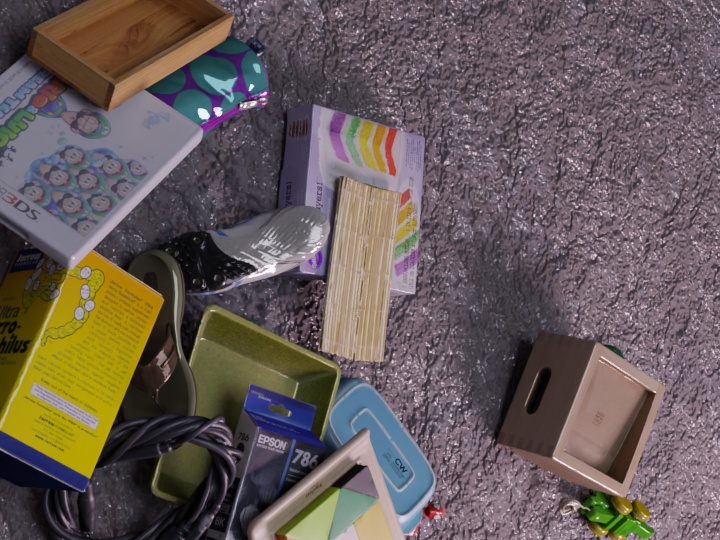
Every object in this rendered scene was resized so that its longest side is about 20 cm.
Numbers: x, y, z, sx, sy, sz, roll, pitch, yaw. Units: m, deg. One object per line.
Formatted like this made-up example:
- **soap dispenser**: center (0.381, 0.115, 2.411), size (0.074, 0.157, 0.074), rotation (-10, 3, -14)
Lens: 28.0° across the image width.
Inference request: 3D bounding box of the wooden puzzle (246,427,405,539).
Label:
- **wooden puzzle**: center (-0.021, 0.291, 1.496), size (0.185, 0.037, 0.200), rotation (-36, 120, -39)

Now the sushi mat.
- **sushi mat**: center (0.000, 0.000, 1.601), size (0.096, 0.012, 0.200), rotation (16, 77, -44)

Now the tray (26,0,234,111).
- **tray**: center (-0.219, -0.228, 1.400), size (0.099, 0.037, 0.200), rotation (34, 39, 10)

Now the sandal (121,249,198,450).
- **sandal**: center (-0.209, 0.078, 1.409), size (0.057, 0.080, 0.201), rotation (23, 58, -72)

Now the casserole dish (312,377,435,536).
- **casserole dish**: center (0.014, 0.204, 1.608), size (0.200, 0.039, 0.121), rotation (55, 46, -5)

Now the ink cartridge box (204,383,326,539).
- **ink cartridge box**: center (-0.095, 0.224, 1.469), size (0.099, 0.039, 0.200), rotation (22, 77, -40)

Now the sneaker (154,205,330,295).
- **sneaker**: center (-0.127, -0.016, 1.498), size (0.200, 0.072, 0.072), rotation (-16, 80, -21)

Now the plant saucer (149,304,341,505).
- **plant saucer**: center (-0.127, 0.161, 1.502), size (0.200, 0.048, 0.200), rotation (29, 70, -39)

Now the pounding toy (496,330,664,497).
- **pounding toy**: center (0.287, 0.167, 1.867), size (0.184, 0.142, 0.200), rotation (31, 76, -37)

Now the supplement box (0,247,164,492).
- **supplement box**: center (-0.284, 0.088, 1.318), size (0.109, 0.109, 0.200), rotation (37, 62, -36)

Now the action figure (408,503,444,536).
- **action figure**: center (0.023, 0.277, 1.644), size (0.200, 0.052, 0.066), rotation (7, 76, -46)

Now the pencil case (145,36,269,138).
- **pencil case**: center (-0.177, -0.161, 1.458), size (0.200, 0.092, 0.085), rotation (-42, 159, -37)

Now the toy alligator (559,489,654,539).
- **toy alligator**: center (0.324, 0.316, 1.929), size (0.200, 0.059, 0.054), rotation (24, 28, -39)

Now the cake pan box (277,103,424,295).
- **cake pan box**: center (-0.010, -0.073, 1.640), size (0.184, 0.052, 0.200), rotation (13, 79, -40)

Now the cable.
- **cable**: center (-0.204, 0.201, 1.366), size (0.163, 0.051, 0.200), rotation (32, 107, -29)

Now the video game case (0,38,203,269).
- **video game case**: center (-0.275, -0.116, 1.329), size (0.182, 0.024, 0.200), rotation (33, 54, 9)
